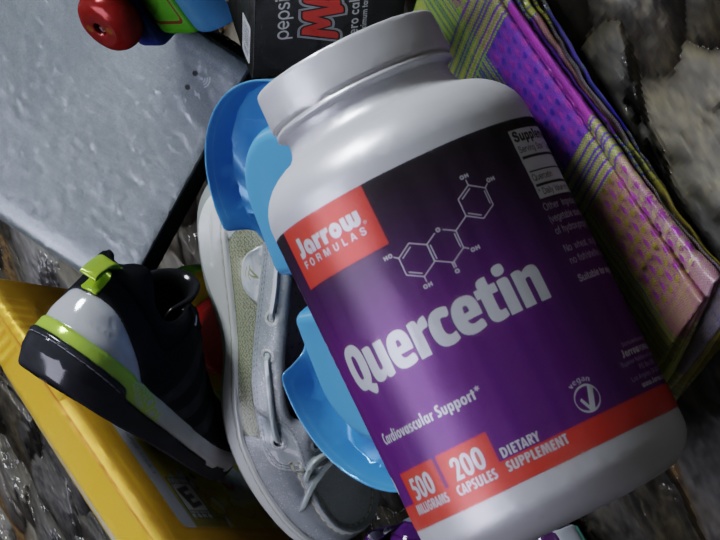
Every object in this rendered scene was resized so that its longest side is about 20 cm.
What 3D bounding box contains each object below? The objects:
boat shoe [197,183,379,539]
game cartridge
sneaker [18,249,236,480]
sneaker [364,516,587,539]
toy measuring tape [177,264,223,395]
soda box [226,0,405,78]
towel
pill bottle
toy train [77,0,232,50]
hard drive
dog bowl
[{"bbox_3d":[-0.026,0.045,1.251,0.065,0.074,0.202,3,109,45],"label":"boat shoe"},{"bbox_3d":[-0.105,0.090,1.366,0.032,0.176,0.200,-44,66,19],"label":"game cartridge"},{"bbox_3d":[-0.094,0.044,1.246,0.072,0.083,0.200,29,174,22],"label":"sneaker"},{"bbox_3d":[0.085,0.173,1.118,0.200,0.087,0.075,47,150,36],"label":"sneaker"},{"bbox_3d":[-0.102,0.001,1.345,0.200,0.074,0.074,58,159,-18],"label":"toy measuring tape"},{"bbox_3d":[-0.016,-0.173,1.011,0.200,0.071,0.063,94,163,-48],"label":"soda box"},{"bbox_3d":[0.079,-0.031,1.023,0.200,0.023,0.144,57,155,20],"label":"towel"},{"bbox_3d":[0.037,0.006,0.977,0.200,0.112,0.112,63,156,5],"label":"pill bottle"},{"bbox_3d":[-0.108,-0.192,1.138,0.116,0.085,0.200,5,138,50],"label":"toy train"},{"bbox_3d":[-0.164,-0.097,1.266,0.200,0.033,0.140,33,108,10],"label":"hard drive"},{"bbox_3d":[0.000,0.000,1.156,0.111,0.050,0.200,-12,103,51],"label":"dog bowl"}]
